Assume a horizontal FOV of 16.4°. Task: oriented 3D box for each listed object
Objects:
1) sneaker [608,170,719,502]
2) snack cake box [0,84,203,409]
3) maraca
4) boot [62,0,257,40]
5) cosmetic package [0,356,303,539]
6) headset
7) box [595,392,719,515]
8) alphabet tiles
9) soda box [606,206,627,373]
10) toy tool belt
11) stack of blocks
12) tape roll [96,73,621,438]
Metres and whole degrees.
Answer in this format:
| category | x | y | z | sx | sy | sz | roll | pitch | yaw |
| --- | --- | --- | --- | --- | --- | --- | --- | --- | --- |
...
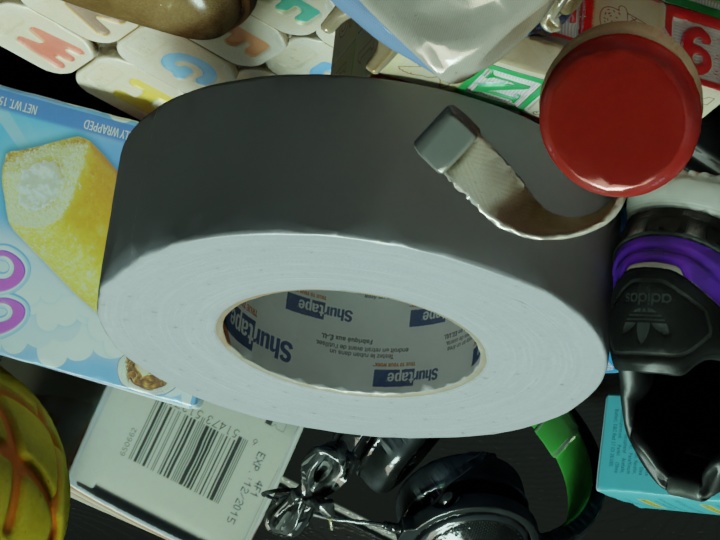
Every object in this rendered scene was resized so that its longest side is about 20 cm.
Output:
| category | x | y | z | sx | sy | sz | roll | pitch | yaw |
| --- | --- | --- | --- | --- | --- | --- | --- | --- | --- |
| sneaker | 0.141 | 0.049 | 0.976 | 0.069 | 0.100 | 0.200 | 1 | 153 | 31 |
| snack cake box | -0.152 | -0.019 | 1.103 | 0.199 | 0.116 | 0.067 | 15 | 177 | 0 |
| maraca | -0.185 | 0.090 | 1.127 | 0.106 | 0.138 | 0.200 | -24 | -173 | 3 |
| boot | -0.139 | -0.118 | 0.938 | 0.199 | 0.076 | 0.074 | 20 | 148 | 0 |
| cosmetic package | -0.117 | 0.079 | 1.254 | 0.103 | 0.088 | 0.200 | 28 | 172 | -19 |
| headset | 0.037 | 0.088 | 1.178 | 0.199 | 0.124 | 0.094 | -15 | 149 | -40 |
| box | 0.220 | 0.095 | 1.194 | 0.199 | 0.050 | 0.082 | 4 | 171 | 23 |
| alphabet tiles | -0.074 | -0.112 | 1.004 | 0.195 | 0.015 | 0.200 | 28 | 151 | -25 |
| soda box | 0.028 | 0.006 | 1.123 | 0.199 | 0.068 | 0.064 | -3 | 151 | 34 |
| toy tool belt | 0.032 | -0.111 | 0.772 | 0.200 | 0.123 | 0.125 | 43 | 108 | 0 |
| stack of blocks | 0.046 | -0.068 | 0.956 | 0.114 | 0.059 | 0.200 | 14 | 155 | -17 |
| tape roll | 0.000 | 0.000 | 0.968 | 0.199 | 0.067 | 0.201 | 5 | 157 | 2 |
